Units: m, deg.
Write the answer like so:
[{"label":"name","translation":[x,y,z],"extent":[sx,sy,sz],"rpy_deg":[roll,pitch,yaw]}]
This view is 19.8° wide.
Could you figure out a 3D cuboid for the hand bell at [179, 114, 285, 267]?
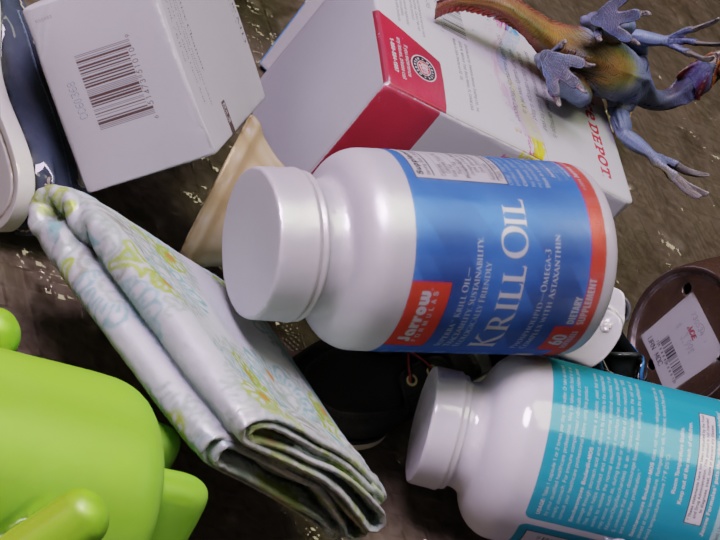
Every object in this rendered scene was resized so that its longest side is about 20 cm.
[{"label":"hand bell","translation":[0.000,0.000,1.214],"extent":[0.200,0.104,0.104],"rpy_deg":[27,33,-4]}]

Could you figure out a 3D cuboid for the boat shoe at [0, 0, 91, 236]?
[{"label":"boat shoe","translation":[-0.199,-0.106,1.188],"extent":[0.062,0.075,0.200],"rpy_deg":[8,46,-39]}]

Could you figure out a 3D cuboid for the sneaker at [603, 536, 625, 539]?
[{"label":"sneaker","translation":[0.152,0.203,1.158],"extent":[0.200,0.109,0.070],"rpy_deg":[5,48,-43]}]

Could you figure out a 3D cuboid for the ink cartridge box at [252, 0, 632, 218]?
[{"label":"ink cartridge box","translation":[0.051,-0.082,1.357],"extent":[0.200,0.145,0.145],"rpy_deg":[24,36,-26]}]

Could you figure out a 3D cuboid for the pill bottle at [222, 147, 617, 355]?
[{"label":"pill bottle","translation":[0.031,-0.010,1.132],"extent":[0.200,0.112,0.112],"rpy_deg":[2,48,-26]}]

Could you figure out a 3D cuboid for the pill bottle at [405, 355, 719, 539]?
[{"label":"pill bottle","translation":[0.130,0.112,1.189],"extent":[0.200,0.111,0.111],"rpy_deg":[15,37,-7]}]

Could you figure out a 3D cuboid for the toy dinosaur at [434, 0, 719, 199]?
[{"label":"toy dinosaur","translation":[0.171,-0.145,1.355],"extent":[0.200,0.105,0.181],"rpy_deg":[36,9,12]}]

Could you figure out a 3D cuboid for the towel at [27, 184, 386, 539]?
[{"label":"towel","translation":[-0.075,0.047,1.080],"extent":[0.200,0.048,0.171],"rpy_deg":[48,4,34]}]

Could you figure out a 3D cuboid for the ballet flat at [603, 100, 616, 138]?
[{"label":"ballet flat","translation":[0.150,-0.117,1.579],"extent":[0.071,0.065,0.200],"rpy_deg":[48,33,10]}]

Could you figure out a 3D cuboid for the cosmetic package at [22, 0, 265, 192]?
[{"label":"cosmetic package","translation":[-0.121,-0.124,1.201],"extent":[0.200,0.081,0.113],"rpy_deg":[-68,141,-73]}]

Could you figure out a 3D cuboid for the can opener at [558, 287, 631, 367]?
[{"label":"can opener","translation":[0.069,0.006,1.271],"extent":[0.200,0.053,0.066],"rpy_deg":[22,-7,-1]}]

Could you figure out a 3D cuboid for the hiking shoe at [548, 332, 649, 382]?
[{"label":"hiking shoe","translation":[0.150,0.092,1.298],"extent":[0.074,0.087,0.200],"rpy_deg":[0,45,-25]}]

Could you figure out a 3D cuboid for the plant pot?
[{"label":"plant pot","translation":[0.276,0.061,1.375],"extent":[0.200,0.187,0.187],"rpy_deg":[14,41,-42]}]

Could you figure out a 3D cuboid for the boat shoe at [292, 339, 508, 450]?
[{"label":"boat shoe","translation":[0.022,0.056,1.244],"extent":[0.201,0.063,0.074],"rpy_deg":[-13,63,-51]}]

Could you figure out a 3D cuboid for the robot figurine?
[{"label":"robot figurine","translation":[-0.171,0.093,0.940],"extent":[0.200,0.116,0.176],"rpy_deg":[18,24,-34]}]

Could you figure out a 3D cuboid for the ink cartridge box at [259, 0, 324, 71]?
[{"label":"ink cartridge box","translation":[0.023,-0.191,1.486],"extent":[0.067,0.116,0.200],"rpy_deg":[44,31,5]}]
